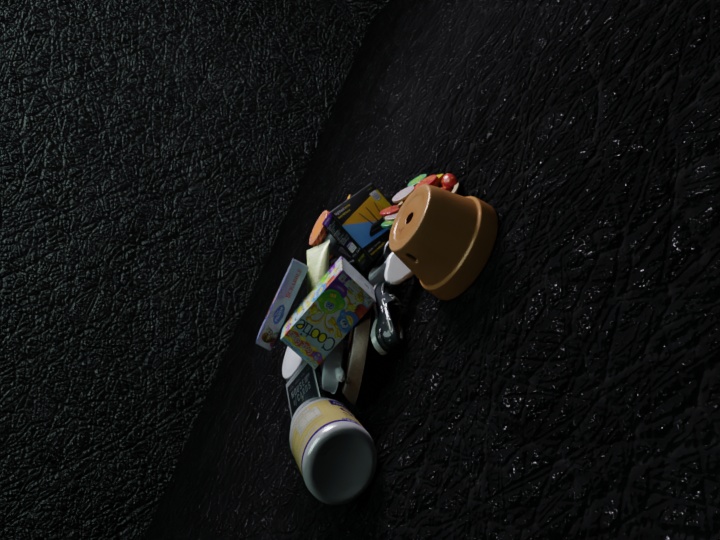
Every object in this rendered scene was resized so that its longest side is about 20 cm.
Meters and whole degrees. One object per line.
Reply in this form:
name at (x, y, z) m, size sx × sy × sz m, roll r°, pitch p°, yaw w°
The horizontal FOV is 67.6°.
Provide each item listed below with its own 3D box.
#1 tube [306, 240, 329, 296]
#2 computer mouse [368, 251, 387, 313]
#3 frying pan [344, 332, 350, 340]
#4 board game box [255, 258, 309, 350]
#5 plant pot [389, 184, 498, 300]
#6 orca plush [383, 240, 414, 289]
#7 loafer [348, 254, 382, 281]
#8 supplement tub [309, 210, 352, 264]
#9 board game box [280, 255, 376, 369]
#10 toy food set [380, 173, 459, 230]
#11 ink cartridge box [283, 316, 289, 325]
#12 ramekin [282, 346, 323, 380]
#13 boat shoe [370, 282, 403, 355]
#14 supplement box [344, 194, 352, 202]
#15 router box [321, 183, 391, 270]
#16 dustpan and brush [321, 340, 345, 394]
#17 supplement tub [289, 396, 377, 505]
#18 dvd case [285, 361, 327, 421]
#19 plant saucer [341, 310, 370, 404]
tube at (-0.101, 0.026, 1.290) m, size 0.052 × 0.056 × 0.206 m, roll 102°, pitch 167°, yaw -60°
computer mouse at (0.055, 0.013, 1.255) m, size 0.202 × 0.109 × 0.044 m, roll -54°, pitch 45°, yaw 7°
frying pan at (-0.033, 0.155, 1.338) m, size 0.031 × 0.112 × 0.193 m, roll 55°, pitch 164°, yaw 34°
board game box at (-0.184, 0.072, 1.274) m, size 0.205 × 0.040 × 0.199 m, roll -65°, pitch 8°, yaw -3°
plant pot at (0.145, -0.067, 1.019) m, size 0.201 × 0.137 × 0.203 m, roll -51°, pitch 22°, yaw 30°
orca plush at (0.105, -0.037, 1.204) m, size 0.072 × 0.101 × 0.206 m, roll 85°, pitch -163°, yaw -61°
loafer at (0.000, 0.000, 1.307) m, size 0.198 × 0.069 × 0.070 m, roll -25°, pitch -11°, yaw -41°
supplement tub at (-0.029, -0.065, 1.401) m, size 0.124 × 0.196 × 0.124 m, roll -51°, pitch 20°, yaw 28°
board game box at (-0.070, 0.089, 1.162) m, size 0.201 × 0.102 × 0.105 m, roll -48°, pitch 14°, yaw 10°
toy food set at (0.129, -0.154, 1.202) m, size 0.200 × 0.049 × 0.196 m, roll -44°, pitch 22°, yaw -24°
ink cartridge box at (-0.087, 0.112, 1.338) m, size 0.198 × 0.068 × 0.117 m, roll -37°, pitch -25°, yaw -11°
ramekin at (-0.131, 0.217, 1.480) m, size 0.204 × 0.092 × 0.205 m, roll -53°, pitch 22°, yaw 31°
boat shoe at (0.063, 0.092, 1.150) m, size 0.059 × 0.076 × 0.204 m, roll -30°, pitch 35°, yaw 24°
supplement box at (-0.042, -0.116, 1.650) m, size 0.200 × 0.108 × 0.087 m, roll -47°, pitch 23°, yaw 40°
router box at (0.016, -0.110, 1.300) m, size 0.051 × 0.149 × 0.200 m, roll -45°, pitch -2°, yaw 42°
dustpan and brush at (-0.054, 0.215, 1.186) m, size 0.200 × 0.055 × 0.145 m, roll -10°, pitch -71°, yaw -86°
supplement tub at (-0.060, 0.337, 1.040) m, size 0.149 × 0.142 × 0.199 m, roll -64°, pitch 18°, yaw -3°
dvd case at (-0.127, 0.332, 1.313) m, size 0.151 × 0.024 × 0.204 m, roll -50°, pitch 44°, yaw 37°
plant saucer at (-0.012, 0.185, 1.173) m, size 0.200 × 0.033 × 0.208 m, roll -170°, pitch 89°, yaw -87°
